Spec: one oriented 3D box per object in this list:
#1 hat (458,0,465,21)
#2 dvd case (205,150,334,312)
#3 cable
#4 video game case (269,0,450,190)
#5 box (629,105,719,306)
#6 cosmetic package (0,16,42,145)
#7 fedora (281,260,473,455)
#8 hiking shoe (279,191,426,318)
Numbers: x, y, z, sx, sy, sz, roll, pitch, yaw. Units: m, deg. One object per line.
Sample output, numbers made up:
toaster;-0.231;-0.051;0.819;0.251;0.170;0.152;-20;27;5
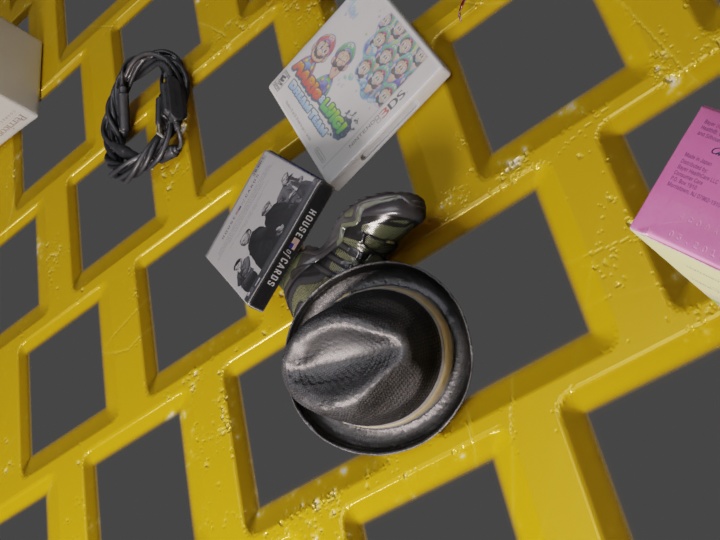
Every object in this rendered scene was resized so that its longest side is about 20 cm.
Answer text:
hat;0.194;-0.391;1.038;0.176;0.198;0.167;118;139;-67
dvd case;-0.106;-0.051;1.111;0.151;0.025;0.200;-60;26;3
cable;-0.300;-0.215;1.382;0.163;0.051;0.202;-35;55;30
video game case;-0.008;-0.218;1.145;0.182;0.024;0.201;-45;49;16
box;0.309;-0.001;0.659;0.175;0.199;0.097;34;94;44
cosmetic package;-0.645;-0.317;1.607;0.166;0.199;0.168;-27;55;29
fedora;0.000;0.083;0.922;0.199;0.091;0.203;0;89;27
hiking shoe;0.000;0.000;1.020;0.199;0.075;0.102;-37;59;34
